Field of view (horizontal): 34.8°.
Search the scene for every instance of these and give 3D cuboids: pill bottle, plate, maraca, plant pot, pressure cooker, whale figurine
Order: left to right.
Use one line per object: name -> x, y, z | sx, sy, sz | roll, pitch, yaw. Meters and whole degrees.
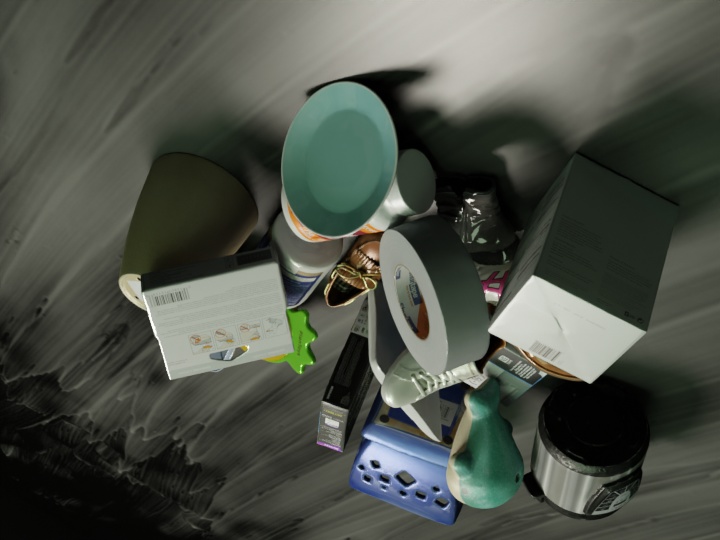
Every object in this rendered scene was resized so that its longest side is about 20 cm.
plant pot -> -0.281, -0.040, 1.741 | 0.185, 0.201, 0.188 | 18, 146, 12
maraca -> -0.144, 0.091, 1.891 | 0.199, 0.106, 0.139 | 25, 124, 36
pill bottle -> -0.110, -0.010, 1.750 | 0.110, 0.112, 0.200 | 30, 146, -7
plate -> -0.024, -0.142, 1.482 | 0.199, 0.203, 0.025 | -7, 173, 39
pill bottle -> -0.002, -0.105, 1.550 | 0.199, 0.114, 0.113 | -8, 134, 40
plate -> 0.062, 0.139, 1.765 | 0.032, 0.201, 0.200 | -25, 126, 19
plant pot -> 0.104, 0.271, 1.919 | 0.198, 0.201, 0.181 | 18, 140, 11
whale figurine -> 0.200, 0.271, 1.763 | 0.103, 0.158, 0.202 | 16, 115, 35
pressure cooker -> 0.354, 0.286, 1.787 | 0.174, 0.180, 0.201 | 17, 142, 14

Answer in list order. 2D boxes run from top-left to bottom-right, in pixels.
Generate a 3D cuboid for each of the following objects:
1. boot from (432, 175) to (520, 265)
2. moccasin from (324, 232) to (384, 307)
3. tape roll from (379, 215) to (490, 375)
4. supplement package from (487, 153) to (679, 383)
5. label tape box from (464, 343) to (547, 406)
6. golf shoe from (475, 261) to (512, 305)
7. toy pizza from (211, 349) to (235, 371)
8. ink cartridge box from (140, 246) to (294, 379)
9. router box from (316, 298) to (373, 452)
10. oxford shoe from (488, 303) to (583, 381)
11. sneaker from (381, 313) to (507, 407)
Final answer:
boot -> 0.117, -0.070, 1.578 | 0.198, 0.070, 0.132 | -9, 126, 33
moccasin -> -0.001, -0.001, 1.720 | 0.073, 0.078, 0.201 | 35, 145, -15
tape roll -> 0.095, 0.032, 1.508 | 0.200, 0.066, 0.202 | 161, 90, -74
supplement package -> 0.277, -0.002, 1.428 | 0.151, 0.201, 0.151 | 26, 146, -2
label tape box -> 0.182, 0.115, 1.769 | 0.199, 0.067, 0.143 | 28, 146, -7
golf shoe -> 0.191, 0.006, 1.609 | 0.198, 0.073, 0.093 | -16, 102, 33
toy pizza -> -0.228, 0.065, 1.881 | 0.031, 0.202, 0.200 | 4, 157, -30
ink cartridge box -> -0.204, 0.063, 1.674 | 0.198, 0.044, 0.175 | -12, 130, -4
router box -> -0.011, 0.169, 1.845 | 0.051, 0.201, 0.150 | 19, 146, 8
oxford shoe -> 0.269, 0.095, 1.684 | 0.199, 0.072, 0.071 | 31, 142, -6
sneaker -> 0.119, 0.133, 1.629 | 0.073, 0.199, 0.085 | 55, 177, -29
